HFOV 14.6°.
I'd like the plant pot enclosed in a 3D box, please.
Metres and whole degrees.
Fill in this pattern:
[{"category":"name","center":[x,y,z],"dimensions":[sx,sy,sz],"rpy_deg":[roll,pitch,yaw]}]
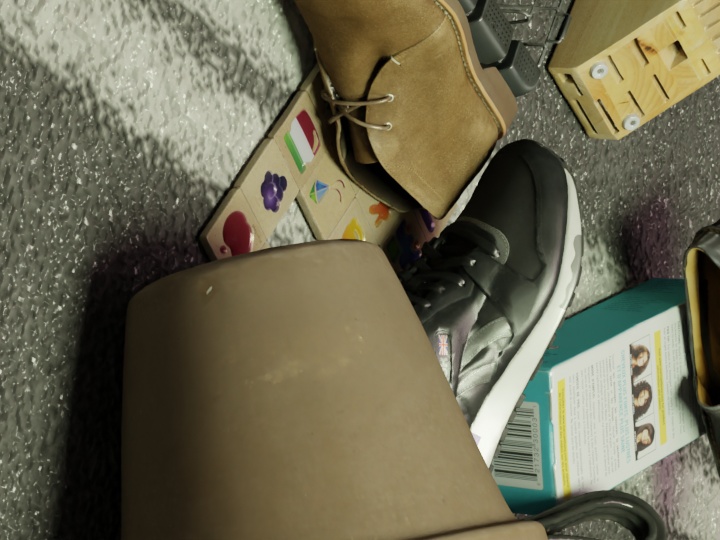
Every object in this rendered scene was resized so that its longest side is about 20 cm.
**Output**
[{"category":"plant pot","center":[-0.027,0.085,1.188],"dimensions":[0.200,0.199,0.176],"rpy_deg":[0,74,-56]}]

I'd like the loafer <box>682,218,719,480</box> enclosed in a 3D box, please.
[{"category":"loafer","center":[0.208,0.068,1.534],"dimensions":[0.072,0.073,0.201],"rpy_deg":[-14,96,-46]}]

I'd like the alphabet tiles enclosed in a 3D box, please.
[{"category":"alphabet tiles","center":[0.000,0.000,1.354],"dimensions":[0.168,0.008,0.201],"rpy_deg":[-58,137,-36]}]

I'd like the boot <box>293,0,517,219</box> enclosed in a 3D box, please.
[{"category":"boot","center":[0.009,-0.091,1.297],"dimensions":[0.076,0.073,0.200],"rpy_deg":[-62,143,-15]}]

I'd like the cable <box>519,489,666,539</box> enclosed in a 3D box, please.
[{"category":"cable","center":[0.065,0.148,1.396],"dimensions":[0.199,0.097,0.050],"rpy_deg":[-20,146,-47]}]

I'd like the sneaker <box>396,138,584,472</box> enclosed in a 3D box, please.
[{"category":"sneaker","center":[0.037,0.026,1.320],"dimensions":[0.087,0.076,0.201],"rpy_deg":[24,84,-35]}]

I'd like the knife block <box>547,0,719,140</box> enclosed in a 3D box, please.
[{"category":"knife block","center":[0.173,-0.188,1.558],"dimensions":[0.199,0.176,0.064],"rpy_deg":[-33,133,5]}]

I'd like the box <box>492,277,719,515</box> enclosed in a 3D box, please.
[{"category":"box","center":[0.135,0.065,1.523],"dimensions":[0.200,0.049,0.083],"rpy_deg":[-21,111,-53]}]

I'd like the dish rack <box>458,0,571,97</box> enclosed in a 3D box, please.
[{"category":"dish rack","center":[0.068,-0.197,1.395],"dimensions":[0.154,0.054,0.201],"rpy_deg":[53,49,-45]}]
